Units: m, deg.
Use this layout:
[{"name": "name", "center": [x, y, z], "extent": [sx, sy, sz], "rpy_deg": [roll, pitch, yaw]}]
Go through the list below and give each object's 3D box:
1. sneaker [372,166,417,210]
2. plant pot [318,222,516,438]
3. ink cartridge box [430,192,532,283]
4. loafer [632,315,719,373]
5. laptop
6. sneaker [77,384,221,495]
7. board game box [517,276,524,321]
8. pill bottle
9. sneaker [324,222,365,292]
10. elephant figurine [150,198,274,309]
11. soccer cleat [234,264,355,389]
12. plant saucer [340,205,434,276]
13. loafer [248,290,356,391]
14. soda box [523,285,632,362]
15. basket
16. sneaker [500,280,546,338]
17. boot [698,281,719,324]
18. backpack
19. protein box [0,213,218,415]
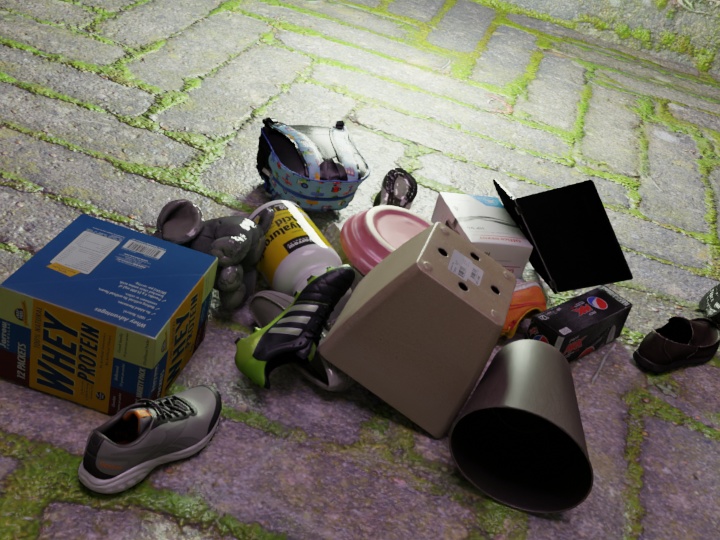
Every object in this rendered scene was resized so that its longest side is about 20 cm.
[{"name": "sneaker", "center": [0.041, -0.081, 1.570], "extent": [0.077, 0.089, 0.200], "rpy_deg": [29, 55, -7]}, {"name": "plant pot", "center": [0.097, 0.060, 1.208], "extent": [0.200, 0.177, 0.200], "rpy_deg": [36, 33, -3]}, {"name": "ink cartridge box", "center": [0.203, -0.047, 1.495], "extent": [0.116, 0.068, 0.200], "rpy_deg": [3, 34, -20]}, {"name": "loafer", "center": [0.523, 0.109, 1.459], "extent": [0.200, 0.071, 0.073], "rpy_deg": [-15, 42, -39]}, {"name": "laptop", "center": [0.327, -0.071, 1.493], "extent": [0.116, 0.188, 0.200], "rpy_deg": [-27, 22, 3]}, {"name": "sneaker", "center": [-0.229, 0.178, 1.033], "extent": [0.074, 0.080, 0.200], "rpy_deg": [28, 32, 24]}, {"name": "board game box", "center": [0.170, -0.004, 1.520], "extent": [0.199, 0.043, 0.199], "rpy_deg": [11, 31, -6]}, {"name": "pill bottle", "center": [-0.093, -0.011, 1.357], "extent": [0.111, 0.112, 0.200], "rpy_deg": [-6, 37, -30]}, {"name": "sneaker", "center": [0.000, 0.000, 1.427], "extent": [0.080, 0.077, 0.200], "rpy_deg": [3, 40, -32]}, {"name": "elephant figurine", "center": [-0.250, -0.031, 1.305], "extent": [0.199, 0.142, 0.155], "rpy_deg": [14, 15, 14]}, {"name": "soccer cleat", "center": [-0.073, 0.073, 1.179], "extent": [0.200, 0.068, 0.081], "rpy_deg": [-41, 65, -13]}, {"name": "plant saucer", "center": [0.068, -0.037, 1.411], "extent": [0.200, 0.051, 0.201], "rpy_deg": [18, 33, -12]}, {"name": "loafer", "center": [-0.086, 0.093, 1.234], "extent": [0.200, 0.070, 0.070], "rpy_deg": [35, 28, 29]}, {"name": "soda box", "center": [0.339, 0.088, 1.416], "extent": [0.200, 0.071, 0.063], "rpy_deg": [-17, 42, -41]}, {"name": "basket", "center": [0.210, 0.183, 1.159], "extent": [0.180, 0.136, 0.200], "rpy_deg": [29, 28, -1]}, {"name": "sneaker", "center": [0.197, 0.071, 1.381], "extent": [0.199, 0.073, 0.077], "rpy_deg": [-13, 76, -14]}, {"name": "boot", "center": [0.667, 0.089, 1.576], "extent": [0.138, 0.078, 0.200], "rpy_deg": [41, 25, 4]}, {"name": "backpack", "center": [-0.080, -0.170, 1.591], "extent": [0.182, 0.135, 0.200], "rpy_deg": [-1, 34, -24]}, {"name": "protein box", "center": [-0.312, 0.055, 1.138], "extent": [0.198, 0.135, 0.200], "rpy_deg": [18, 31, 5]}]
